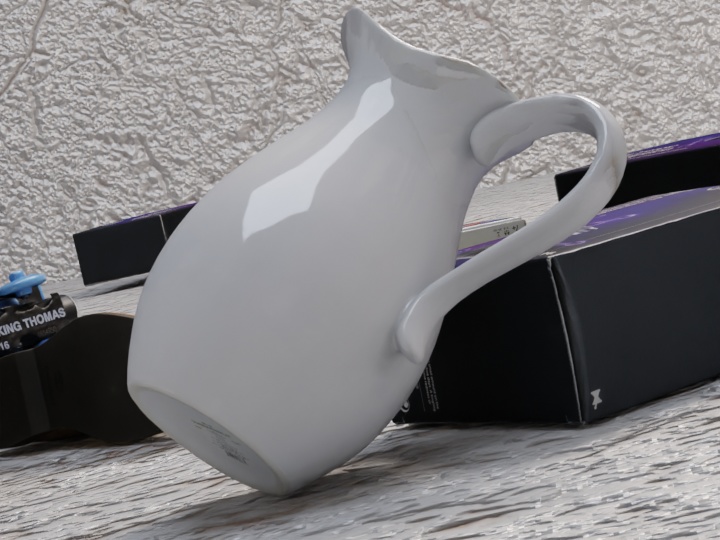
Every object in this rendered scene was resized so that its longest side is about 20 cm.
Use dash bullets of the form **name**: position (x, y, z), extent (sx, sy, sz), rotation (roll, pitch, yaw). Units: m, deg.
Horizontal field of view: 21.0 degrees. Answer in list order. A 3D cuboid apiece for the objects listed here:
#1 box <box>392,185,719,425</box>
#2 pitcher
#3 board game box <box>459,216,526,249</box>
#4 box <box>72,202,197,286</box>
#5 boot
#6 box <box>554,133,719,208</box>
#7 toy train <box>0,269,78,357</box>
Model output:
- **box**: position (0.124, 0.012, 0.919), extent (0.199, 0.079, 0.141), rotation (-16, 8, -35)
- **pitcher**: position (0.006, -0.004, 0.813), extent (0.171, 0.121, 0.201), rotation (15, 64, 44)
- **board game box**: position (0.000, 0.000, 1.308), extent (0.199, 0.035, 0.126), rotation (-12, 2, -20)
- **box**: position (-0.288, -0.041, 2.697), extent (0.140, 0.079, 0.200), rotation (-14, 3, 21)
- **boot**: position (-0.141, 0.063, 1.126), extent (0.075, 0.074, 0.199), rotation (-3, -6, -45)
- **box**: position (0.255, -0.054, 1.312), extent (0.141, 0.079, 0.199), rotation (-13, 3, -44)
- **toy train**: position (-0.331, 0.063, 1.611), extent (0.199, 0.087, 0.114), rotation (-19, -2, -41)
